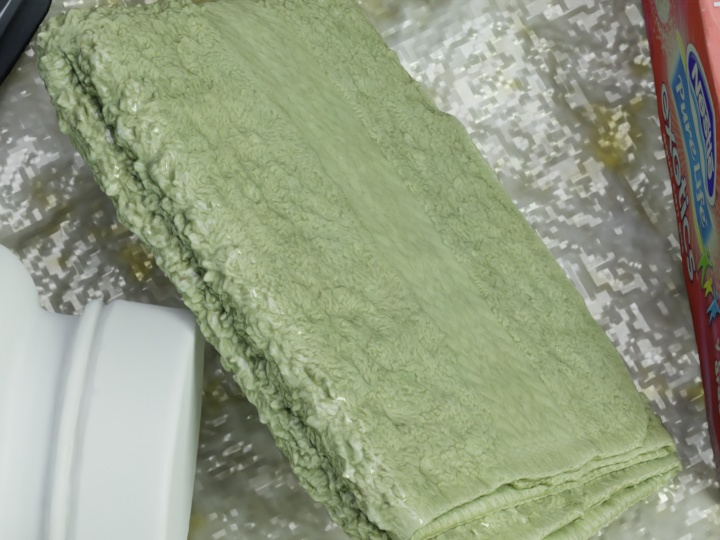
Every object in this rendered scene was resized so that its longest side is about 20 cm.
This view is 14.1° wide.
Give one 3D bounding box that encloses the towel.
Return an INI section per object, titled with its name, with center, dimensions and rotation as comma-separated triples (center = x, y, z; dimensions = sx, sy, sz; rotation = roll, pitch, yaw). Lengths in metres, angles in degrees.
[towel]
center = 0.000, 0.000, 0.833
dimensions = 0.036, 0.148, 0.201
rotation = -45, 73, 32

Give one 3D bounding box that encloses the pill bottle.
[pill bottle]
center = -0.147, 0.045, 0.812
dimensions = 0.198, 0.120, 0.121
rotation = 6, 71, 1

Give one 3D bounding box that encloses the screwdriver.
[screwdriver]
center = -0.087, -0.132, 0.918
dimensions = 0.028, 0.029, 0.201
rotation = 25, 78, 8

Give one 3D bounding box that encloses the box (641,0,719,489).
[box]
center = 0.146, -0.041, 0.857
dimensions = 0.102, 0.095, 0.202
rotation = -5, 71, -3
